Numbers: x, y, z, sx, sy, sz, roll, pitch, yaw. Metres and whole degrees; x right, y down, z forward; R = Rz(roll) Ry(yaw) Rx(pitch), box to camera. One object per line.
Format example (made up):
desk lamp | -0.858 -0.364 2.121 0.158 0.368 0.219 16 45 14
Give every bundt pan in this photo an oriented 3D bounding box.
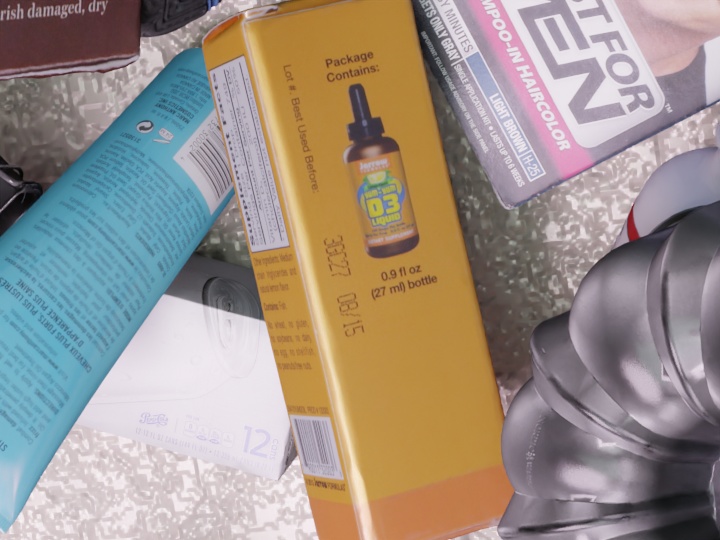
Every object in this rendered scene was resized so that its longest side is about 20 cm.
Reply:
bundt pan | 0.123 0.071 0.723 0.201 0.075 0.204 2 93 40

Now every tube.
tube | -0.101 -0.002 0.855 0.077 0.200 0.050 42 145 -7

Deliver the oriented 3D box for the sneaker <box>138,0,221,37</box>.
sneaker | -0.060 -0.186 0.872 0.077 0.076 0.201 27 106 24

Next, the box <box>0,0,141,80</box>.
box | -0.186 -0.173 0.818 0.165 0.164 0.202 12 106 36

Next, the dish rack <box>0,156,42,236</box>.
dish rack | -0.216 0.004 0.810 0.153 0.200 0.055 -44 78 16

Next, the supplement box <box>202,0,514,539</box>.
supplement box | 0.000 0.000 0.847 0.066 0.069 0.202 -13 94 -18

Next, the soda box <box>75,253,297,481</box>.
soda box | -0.111 0.020 0.926 0.198 0.068 0.064 15 106 9

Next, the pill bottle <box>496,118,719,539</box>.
pill bottle | 0.134 0.030 0.836 0.112 0.112 0.201 27 118 5

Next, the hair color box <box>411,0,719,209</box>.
hair color box | 0.119 -0.114 0.848 0.199 0.061 0.101 -28 97 16
